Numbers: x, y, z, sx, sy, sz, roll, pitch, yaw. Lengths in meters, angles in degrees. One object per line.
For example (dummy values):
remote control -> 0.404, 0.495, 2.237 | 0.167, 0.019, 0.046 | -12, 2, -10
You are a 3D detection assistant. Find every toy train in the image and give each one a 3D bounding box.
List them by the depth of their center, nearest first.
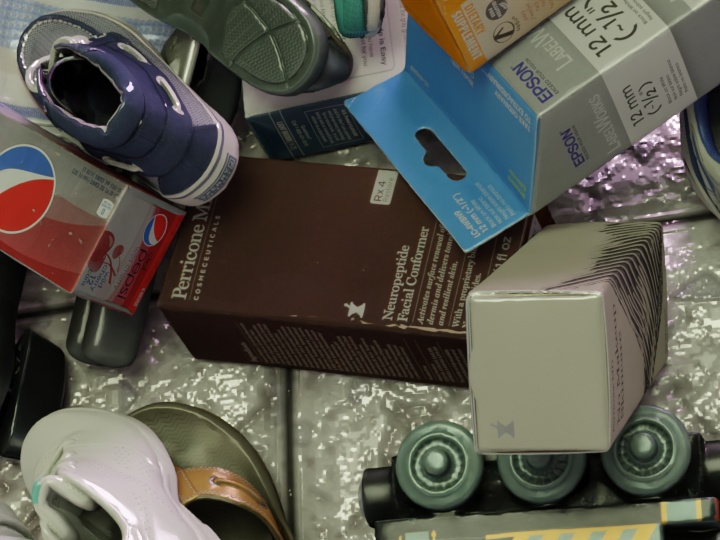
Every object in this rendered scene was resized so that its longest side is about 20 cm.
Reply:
toy train -> 0.097, 0.134, 1.264 | 0.199, 0.085, 0.115 | -5, 75, 10

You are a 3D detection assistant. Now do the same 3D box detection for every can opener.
can opener -> -0.111, -0.040, 1.413 | 0.053, 0.067, 0.201 | 2, 78, 63
can opener -> -0.212, 0.019, 1.429 | 0.063, 0.078, 0.201 | -31, 47, 36

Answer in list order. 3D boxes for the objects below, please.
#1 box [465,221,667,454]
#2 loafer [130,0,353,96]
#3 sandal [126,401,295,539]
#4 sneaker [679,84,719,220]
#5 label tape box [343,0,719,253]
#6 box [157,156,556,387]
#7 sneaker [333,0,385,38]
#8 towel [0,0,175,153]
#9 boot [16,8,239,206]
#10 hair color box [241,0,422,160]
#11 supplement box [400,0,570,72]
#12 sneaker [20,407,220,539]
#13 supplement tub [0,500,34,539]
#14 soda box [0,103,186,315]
box -> 0.106, 0.030, 1.240 | 0.068, 0.200, 0.083 | -1, 101, 15
loafer -> -0.084, -0.165, 1.402 | 0.200, 0.063, 0.072 | 45, 109, 23
sandal -> -0.077, 0.147, 1.317 | 0.081, 0.055, 0.200 | -26, 59, 1
sneaker -> 0.222, -0.029, 1.305 | 0.075, 0.088, 0.200 | -31, 60, -4
label tape box -> 0.096, -0.121, 1.321 | 0.200, 0.066, 0.143 | -33, 48, -5
box -> 0.000, 0.000, 1.363 | 0.199, 0.075, 0.101 | 4, 65, 20
sneaker -> -0.040, -0.217, 1.380 | 0.079, 0.078, 0.201 | -22, 85, -9
towel -> -0.152, -0.158, 1.495 | 0.146, 0.024, 0.201 | 8, 64, -1
boot -> -0.150, -0.108, 1.364 | 0.200, 0.090, 0.073 | 34, 91, 44
hair color box -> 0.032, -0.136, 1.431 | 0.199, 0.061, 0.100 | -11, 63, 10
supplement box -> 0.098, -0.213, 1.264 | 0.200, 0.126, 0.074 | -37, 46, -4
sneaker -> -0.141, 0.118, 1.285 | 0.200, 0.088, 0.075 | 37, 100, 52
supplement tub -> -0.184, 0.226, 1.254 | 0.144, 0.145, 0.200 | -35, 59, -4
soda box -> -0.197, -0.051, 1.383 | 0.200, 0.063, 0.070 | 30, 93, 31
